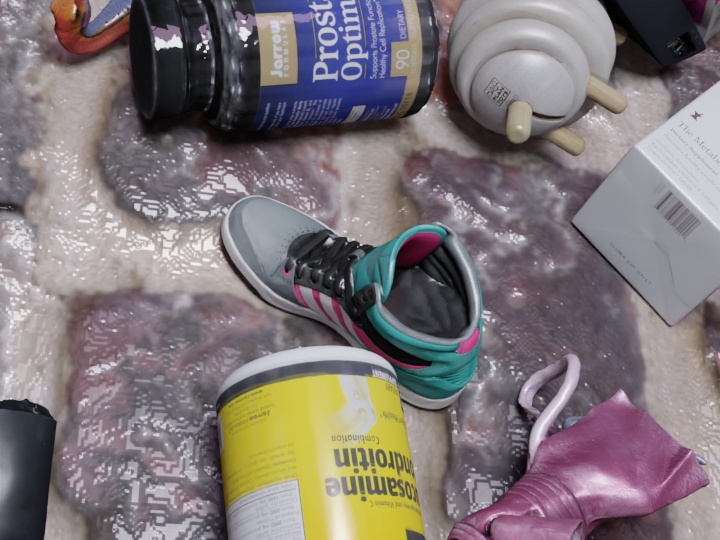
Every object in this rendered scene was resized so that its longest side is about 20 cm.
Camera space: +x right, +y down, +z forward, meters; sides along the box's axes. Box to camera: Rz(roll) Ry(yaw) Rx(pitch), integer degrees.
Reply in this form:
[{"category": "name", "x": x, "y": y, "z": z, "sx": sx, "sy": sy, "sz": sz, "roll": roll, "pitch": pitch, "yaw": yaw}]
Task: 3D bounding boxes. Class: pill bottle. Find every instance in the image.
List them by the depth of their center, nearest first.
[{"category": "pill bottle", "x": -0.019, "y": 0.153, "z": 0.665, "sx": 0.112, "sy": 0.112, "sz": 0.200, "roll": -1, "pitch": 63, "yaw": -17}, {"category": "pill bottle", "x": -0.055, "y": -0.156, "z": 0.821, "sx": 0.200, "sy": 0.112, "sz": 0.112, "roll": -8, "pitch": 65, "yaw": -21}]

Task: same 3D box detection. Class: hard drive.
[{"category": "hard drive", "x": 0.188, "y": -0.234, "z": 0.898, "sx": 0.042, "sy": 0.200, "sz": 0.135, "roll": -46, "pitch": 57, "yaw": 11}]

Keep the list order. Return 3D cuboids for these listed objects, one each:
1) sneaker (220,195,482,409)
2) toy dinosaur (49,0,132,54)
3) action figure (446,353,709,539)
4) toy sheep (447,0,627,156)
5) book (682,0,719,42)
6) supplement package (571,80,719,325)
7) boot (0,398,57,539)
[{"category": "sneaker", "x": 0.000, "y": 0.000, "z": 0.748, "sx": 0.200, "sy": 0.121, "sz": 0.084, "roll": 36, "pitch": 59, "yaw": 5}, {"category": "toy dinosaur", "x": -0.135, "y": -0.213, "z": 0.839, "sx": 0.200, "sy": 0.105, "sz": 0.182, "roll": 28, "pitch": 67, "yaw": -7}, {"category": "action figure", "x": 0.111, "y": 0.141, "z": 0.695, "sx": 0.200, "sy": 0.134, "sz": 0.149, "roll": -26, "pitch": 75, "yaw": -33}, {"category": "toy sheep", "x": 0.129, "y": -0.160, "z": 0.870, "sx": 0.138, "sy": 0.138, "sz": 0.200, "roll": 18, "pitch": 40, "yaw": -7}, {"category": "book", "x": 0.237, "y": -0.250, "z": 0.922, "sx": 0.048, "sy": 0.200, "sz": 0.134, "roll": -44, "pitch": 81, "yaw": 8}, {"category": "supplement package", "x": 0.278, "y": -0.073, "z": 0.877, "sx": 0.200, "sy": 0.110, "sz": 0.114, "roll": -36, "pitch": 78, "yaw": -29}, {"category": "boot", "x": -0.179, "y": 0.153, "z": 0.638, "sx": 0.200, "sy": 0.076, "sz": 0.168, "roll": 3, "pitch": 65, "yaw": -8}]
